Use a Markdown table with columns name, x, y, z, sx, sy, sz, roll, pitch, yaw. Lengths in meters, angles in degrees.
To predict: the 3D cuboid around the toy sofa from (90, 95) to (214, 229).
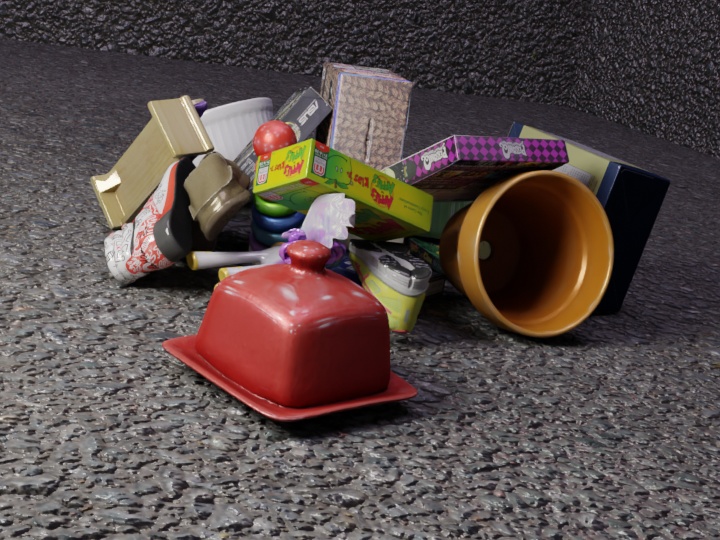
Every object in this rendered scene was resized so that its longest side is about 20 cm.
| name | x | y | z | sx | sy | sz | roll | pitch | yaw |
| --- | --- | --- | --- | --- | --- | --- | --- | --- | --- |
| toy sofa | -0.267 | -0.141 | 1.559 | 0.097 | 0.200 | 0.084 | -13 | 71 | -45 |

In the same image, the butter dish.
| name | x | y | z | sx | sy | sz | roll | pitch | yaw |
| --- | --- | --- | --- | --- | --- | --- | --- | --- | --- |
| butter dish | -0.059 | 0.044 | 1.137 | 0.197 | 0.150 | 0.199 | -3 | 20 | -44 |

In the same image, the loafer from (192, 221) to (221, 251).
| name | x | y | z | sx | sy | sz | roll | pitch | yaw |
| --- | --- | --- | --- | --- | --- | --- | --- | --- | --- |
| loafer | -0.220 | -0.057 | 1.561 | 0.070 | 0.074 | 0.200 | 19 | 17 | -12 |

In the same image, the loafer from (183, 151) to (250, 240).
| name | x | y | z | sx | sy | sz | roll | pitch | yaw |
| --- | --- | --- | --- | --- | --- | --- | --- | --- | --- |
| loafer | -0.174 | -0.092 | 1.384 | 0.067 | 0.076 | 0.200 | 42 | 6 | -12 |

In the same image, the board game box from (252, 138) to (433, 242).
| name | x | y | z | sx | sy | sz | roll | pitch | yaw |
| --- | --- | --- | --- | --- | --- | --- | --- | --- | --- |
| board game box | -0.018 | -0.090 | 1.391 | 0.198 | 0.048 | 0.101 | 22 | -22 | -39 |

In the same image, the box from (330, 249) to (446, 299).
| name | x | y | z | sx | sy | sz | roll | pitch | yaw |
| --- | --- | --- | --- | --- | --- | --- | --- | --- | --- |
| box | 0.000 | 0.000 | 1.551 | 0.198 | 0.033 | 0.120 | 19 | 17 | 29 |

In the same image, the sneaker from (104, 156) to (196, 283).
| name | x | y | z | sx | sy | sz | roll | pitch | yaw |
| --- | --- | --- | --- | --- | --- | --- | --- | --- | --- |
| sneaker | -0.250 | -0.061 | 1.416 | 0.107 | 0.068 | 0.203 | -25 | 29 | 16 |

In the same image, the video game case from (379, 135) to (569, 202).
| name | x | y | z | sx | sy | sz | roll | pitch | yaw |
| --- | --- | --- | --- | --- | --- | --- | --- | --- | --- |
| video game case | 0.132 | -0.125 | 1.476 | 0.198 | 0.036 | 0.180 | -3 | -11 | -39 |

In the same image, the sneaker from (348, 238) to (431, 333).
| name | x | y | z | sx | sy | sz | roll | pitch | yaw |
| --- | --- | --- | --- | --- | --- | --- | --- | --- | --- |
| sneaker | 0.027 | 0.017 | 1.402 | 0.077 | 0.092 | 0.200 | 3 | 14 | -12 |

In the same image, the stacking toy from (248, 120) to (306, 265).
| name | x | y | z | sx | sy | sz | roll | pitch | yaw |
| --- | --- | --- | --- | --- | --- | --- | --- | --- | --- |
| stacking toy | -0.101 | -0.093 | 1.453 | 0.084 | 0.202 | 0.086 | 1 | 41 | -1 |

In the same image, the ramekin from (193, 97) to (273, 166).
| name | x | y | z | sx | sy | sz | roll | pitch | yaw |
| --- | --- | --- | --- | --- | --- | --- | --- | --- | --- |
| ramekin | -0.217 | -0.188 | 1.816 | 0.197 | 0.099 | 0.200 | -18 | 1 | 0 |

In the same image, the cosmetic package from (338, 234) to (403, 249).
| name | x | y | z | sx | sy | sz | roll | pitch | yaw |
| --- | --- | --- | --- | --- | --- | --- | --- | --- | --- |
| cosmetic package | -0.039 | -0.076 | 1.609 | 0.196 | 0.074 | 0.104 | 7 | 13 | -6 |

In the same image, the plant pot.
| name | x | y | z | sx | sy | sz | roll | pitch | yaw |
| --- | --- | --- | --- | --- | --- | --- | --- | --- | --- |
| plant pot | 0.193 | -0.024 | 1.510 | 0.197 | 0.204 | 0.183 | 4 | 1 | -22 |

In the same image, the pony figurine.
| name | x | y | z | sx | sy | sz | roll | pitch | yaw |
| --- | --- | --- | --- | --- | --- | --- | --- | --- | --- |
| pony figurine | -0.076 | -0.005 | 1.347 | 0.197 | 0.170 | 0.192 | -16 | 18 | -26 |

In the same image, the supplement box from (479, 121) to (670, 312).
| name | x | y | z | sx | sy | sz | roll | pitch | yaw |
| --- | --- | --- | --- | --- | --- | --- | --- | --- | --- |
| supplement box | 0.289 | -0.076 | 1.651 | 0.133 | 0.203 | 0.199 | 9 | 16 | -44 |

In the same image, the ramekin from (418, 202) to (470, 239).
| name | x | y | z | sx | sy | sz | roll | pitch | yaw |
| --- | --- | --- | --- | --- | --- | --- | --- | --- | --- |
| ramekin | 0.142 | -0.101 | 1.826 | 0.196 | 0.100 | 0.200 | 6 | 5 | 0 |

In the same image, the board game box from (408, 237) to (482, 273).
| name | x | y | z | sx | sy | sz | roll | pitch | yaw |
| --- | --- | --- | --- | --- | --- | --- | --- | --- | --- |
| board game box | 0.154 | -0.006 | 1.701 | 0.103 | 0.024 | 0.200 | 1 | 18 | -24 |

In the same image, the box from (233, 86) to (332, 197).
| name | x | y | z | sx | sy | sz | roll | pitch | yaw |
| --- | --- | --- | --- | --- | --- | --- | --- | --- | --- |
| box | -0.128 | -0.161 | 1.593 | 0.049 | 0.200 | 0.161 | 42 | -2 | -9 |

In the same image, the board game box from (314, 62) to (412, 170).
| name | x | y | z | sx | sy | sz | roll | pitch | yaw |
| --- | --- | --- | --- | --- | --- | --- | --- | --- | --- |
| board game box | -0.002 | -0.191 | 1.603 | 0.095 | 0.162 | 0.200 | 5 | 13 | -10 |
